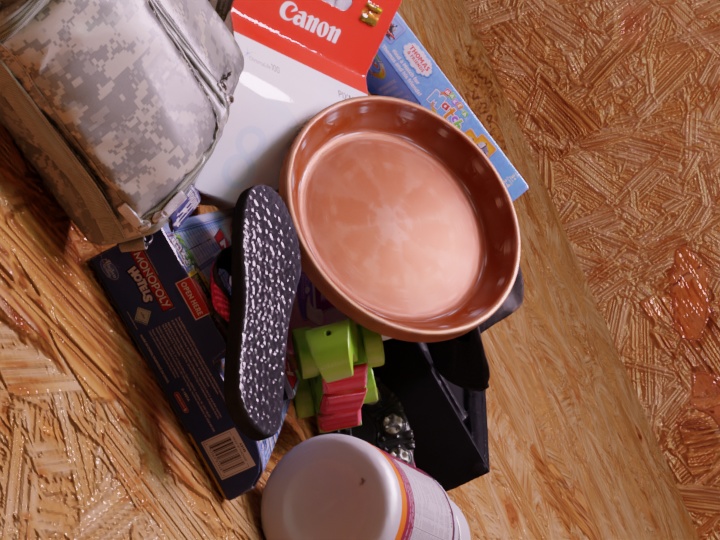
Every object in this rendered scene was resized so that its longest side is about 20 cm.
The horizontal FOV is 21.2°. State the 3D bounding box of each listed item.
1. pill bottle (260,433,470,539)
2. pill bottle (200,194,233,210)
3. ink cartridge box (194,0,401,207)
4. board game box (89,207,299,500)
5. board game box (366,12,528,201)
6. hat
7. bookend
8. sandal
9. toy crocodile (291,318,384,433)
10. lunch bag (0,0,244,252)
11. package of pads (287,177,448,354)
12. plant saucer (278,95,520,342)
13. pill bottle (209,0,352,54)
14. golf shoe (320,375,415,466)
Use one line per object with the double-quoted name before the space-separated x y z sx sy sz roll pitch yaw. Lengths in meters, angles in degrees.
"pill bottle" 0.011 0.195 1.462 0.200 0.109 0.110 36 31 -64
"pill bottle" -0.127 -0.126 1.500 0.200 0.109 0.110 51 19 -44
"ink cartridge box" -0.045 -0.136 1.459 0.160 0.201 0.047 20 7 -47
"board game box" -0.103 0.036 1.412 0.201 0.061 0.200 62 15 -13
"board game box" 0.055 -0.136 1.638 0.200 0.037 0.151 52 -7 -6
"hat" 0.088 -0.002 1.630 0.201 0.081 0.201 57 -20 33
"bookend" 0.035 0.080 1.787 0.199 0.092 0.200 60 14 -20
"sandal" -0.080 0.025 1.321 0.075 0.045 0.201 43 41 -44
"toy crocodile" -0.017 0.085 1.470 0.200 0.067 0.062 96 -17 -64
"lunch bag" -0.181 -0.132 1.277 0.200 0.139 0.168 56 33 -31
"package of pads" 0.000 0.000 1.570 0.200 0.075 0.121 -18 -105 61
"plant saucer" 0.028 -0.037 1.448 0.199 0.032 0.201 14 58 -23
"pill bottle" -0.110 -0.233 1.544 0.199 0.117 0.116 21 14 6
"golf shoe" 0.018 0.186 1.625 0.088 0.077 0.201 94 -23 -76
